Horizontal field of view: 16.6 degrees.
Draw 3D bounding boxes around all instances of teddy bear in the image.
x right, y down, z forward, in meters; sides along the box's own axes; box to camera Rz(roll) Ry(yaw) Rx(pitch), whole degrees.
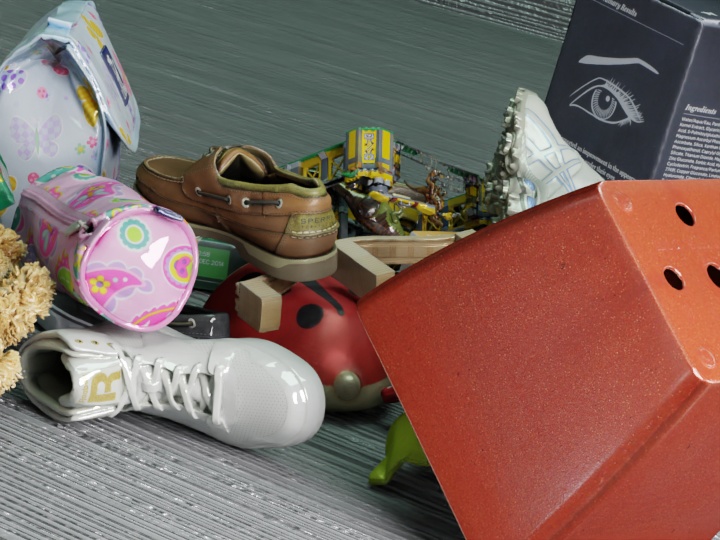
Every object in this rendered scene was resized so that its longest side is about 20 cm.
[{"bbox_3d":[-0.264,0.020,1.559,0.144,0.067,0.200,13,30,6],"label":"teddy bear"}]

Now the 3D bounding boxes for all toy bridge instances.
[{"bbox_3d":[0.000,0.000,1.700,0.199,0.027,0.067,-13,29,-31],"label":"toy bridge"}]

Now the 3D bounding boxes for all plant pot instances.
[{"bbox_3d":[0.154,0.049,1.452,0.199,0.176,0.201,-3,58,-45],"label":"plant pot"}]

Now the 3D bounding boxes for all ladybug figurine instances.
[{"bbox_3d":[-0.042,0.042,1.741,0.135,0.072,0.200,4,15,-28],"label":"ladybug figurine"}]

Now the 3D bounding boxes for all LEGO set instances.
[{"bbox_3d":[0.022,-0.018,1.868,0.153,0.117,0.200,-13,-24,35],"label":"LEGO set"}]

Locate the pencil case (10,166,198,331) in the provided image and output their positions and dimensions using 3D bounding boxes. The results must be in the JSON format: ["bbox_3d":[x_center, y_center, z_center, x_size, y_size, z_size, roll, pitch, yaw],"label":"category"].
[{"bbox_3d":[-0.171,-0.018,1.625,0.087,0.088,0.200,6,8,-21],"label":"pencil case"}]

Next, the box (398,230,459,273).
[{"bbox_3d":[0.135,0.039,1.824,0.199,0.098,0.124,0,22,-39],"label":"box"}]

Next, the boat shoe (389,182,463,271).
[{"bbox_3d":[0.073,-0.016,2.020,0.199,0.073,0.065,31,5,-21],"label":"boat shoe"}]

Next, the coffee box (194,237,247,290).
[{"bbox_3d":[-0.130,-0.028,2.027,0.122,0.044,0.200,10,13,-1],"label":"coffee box"}]

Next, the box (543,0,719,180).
[{"bbox_3d":[0.220,-0.111,1.853,0.104,0.201,0.148,6,20,-36],"label":"box"}]

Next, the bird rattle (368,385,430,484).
[{"bbox_3d":[0.081,0.104,1.616,0.162,0.113,0.200,25,3,10],"label":"bird rattle"}]

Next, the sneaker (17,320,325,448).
[{"bbox_3d":[-0.127,0.077,1.550,0.199,0.074,0.115,11,13,39],"label":"sneaker"}]

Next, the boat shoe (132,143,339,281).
[{"bbox_3d":[-0.084,-0.057,1.706,0.072,0.068,0.200,-20,30,-40],"label":"boat shoe"}]

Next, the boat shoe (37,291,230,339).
[{"bbox_3d":[-0.159,0.027,1.722,0.070,0.067,0.200,1,16,-40],"label":"boat shoe"}]

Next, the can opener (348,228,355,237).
[{"bbox_3d":[-0.032,-0.003,1.981,0.079,0.063,0.200,40,29,7],"label":"can opener"}]

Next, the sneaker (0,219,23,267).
[{"bbox_3d":[-0.268,0.008,1.731,0.080,0.074,0.200,14,21,-6],"label":"sneaker"}]

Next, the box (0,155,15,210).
[{"bbox_3d":[-0.338,-0.030,1.699,0.199,0.049,0.117,-26,19,-3],"label":"box"}]

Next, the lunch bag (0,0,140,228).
[{"bbox_3d":[-0.236,-0.103,1.915,0.126,0.201,0.170,9,12,-4],"label":"lunch bag"}]

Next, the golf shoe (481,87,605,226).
[{"bbox_3d":[0.142,-0.059,1.809,0.097,0.079,0.200,12,37,-7],"label":"golf shoe"}]
